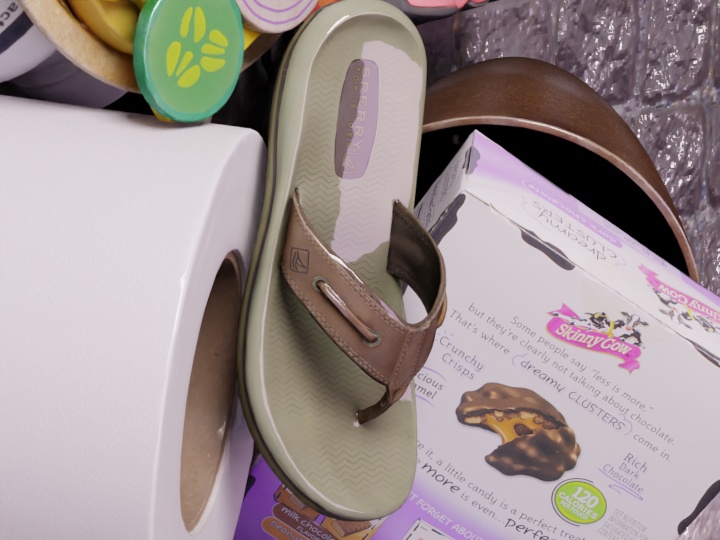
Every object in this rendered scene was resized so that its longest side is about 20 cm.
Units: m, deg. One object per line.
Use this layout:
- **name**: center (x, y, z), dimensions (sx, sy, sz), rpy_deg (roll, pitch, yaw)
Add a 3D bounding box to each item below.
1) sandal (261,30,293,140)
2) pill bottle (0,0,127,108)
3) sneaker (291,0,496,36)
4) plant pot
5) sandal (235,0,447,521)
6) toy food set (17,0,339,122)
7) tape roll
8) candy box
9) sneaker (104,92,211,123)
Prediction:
- **sandal**: center (-0.014, -0.137, 0.922), dimensions (0.075, 0.048, 0.202), rpy_deg (33, 65, -50)
- **pill bottle**: center (-0.160, -0.137, 0.706), dimensions (0.200, 0.111, 0.112), rpy_deg (33, 78, -48)
- **sneaker**: center (0.015, -0.154, 0.875), dimensions (0.200, 0.073, 0.087), rpy_deg (-29, 104, -59)
- **plant pot**: center (0.071, -0.025, 0.935), dimensions (0.200, 0.186, 0.188), rpy_deg (-74, 159, -63)
- **sandal**: center (-0.001, -0.001, 0.721), dimensions (0.079, 0.057, 0.202), rpy_deg (-6, 102, -36)
- **toy food set**: center (-0.060, -0.160, 0.697), dimensions (0.200, 0.048, 0.199), rpy_deg (-52, 134, -32)
- **tape roll**: center (-0.119, 0.037, 0.723), dimensions (0.203, 0.138, 0.204), rpy_deg (8, 90, -84)
- **candy box**: center (0.059, 0.070, 0.828), dimensions (0.200, 0.167, 0.072), rpy_deg (-53, -171, 24)
- **sneaker**: center (-0.055, -0.132, 0.823), dimensions (0.093, 0.070, 0.201), rpy_deg (-16, 130, -36)
